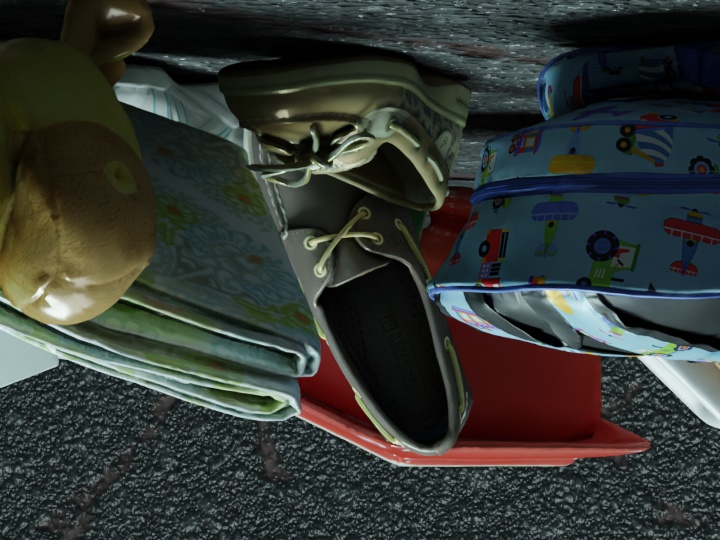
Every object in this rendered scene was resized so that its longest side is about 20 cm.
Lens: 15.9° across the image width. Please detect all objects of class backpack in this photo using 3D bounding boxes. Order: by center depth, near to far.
[{"bbox_3d":[0.131,-0.028,1.071,0.199,0.136,0.182,2,179,-37],"label":"backpack"}]

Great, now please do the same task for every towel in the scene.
[{"bbox_3d":[-0.112,-0.021,1.102,0.170,0.048,0.200,21,-156,-26],"label":"towel"}]

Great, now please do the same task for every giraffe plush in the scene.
[{"bbox_3d":[-0.144,-0.026,0.910,0.161,0.201,0.172,-4,157,-40],"label":"giraffe plush"}]

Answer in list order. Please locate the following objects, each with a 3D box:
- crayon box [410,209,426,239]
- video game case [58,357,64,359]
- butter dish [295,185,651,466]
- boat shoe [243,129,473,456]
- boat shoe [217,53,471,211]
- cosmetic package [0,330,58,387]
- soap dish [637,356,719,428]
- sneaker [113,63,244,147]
[{"bbox_3d":[-0.067,-0.035,1.395,0.198,0.052,0.126,2,-140,12],"label":"crayon box"},{"bbox_3d":[-0.115,0.016,1.413,0.199,0.018,0.143,6,-156,24],"label":"video game case"},{"bbox_3d":[0.050,0.025,1.489,0.199,0.149,0.199,3,-170,-34],"label":"butter dish"},{"bbox_3d":[0.000,0.000,1.292,0.071,0.201,0.060,-23,-172,-1],"label":"boat shoe"},{"bbox_3d":[-0.001,-0.064,1.203,0.073,0.063,0.200,1,178,29],"label":"boat shoe"},{"bbox_3d":[-0.224,-0.014,1.299,0.081,0.114,0.200,-20,-157,-13],"label":"cosmetic package"},{"bbox_3d":[0.173,0.000,1.519,0.200,0.081,0.157,46,180,3],"label":"soap dish"},{"bbox_3d":[-0.114,-0.059,1.263,0.070,0.081,0.200,3,178,32],"label":"sneaker"}]
